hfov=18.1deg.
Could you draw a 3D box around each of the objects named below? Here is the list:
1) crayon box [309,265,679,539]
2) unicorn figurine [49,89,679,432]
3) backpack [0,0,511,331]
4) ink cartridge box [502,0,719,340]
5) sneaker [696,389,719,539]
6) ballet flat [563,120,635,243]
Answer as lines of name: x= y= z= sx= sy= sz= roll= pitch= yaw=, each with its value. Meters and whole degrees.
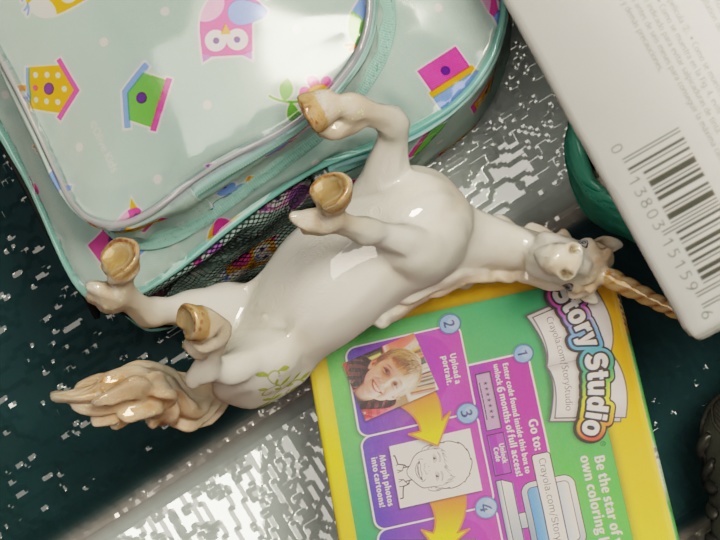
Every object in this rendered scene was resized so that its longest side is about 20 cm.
crayon box: x=0.053 y=0.097 z=0.807 sx=0.118 sy=0.058 sz=0.201 roll=-12 pitch=63 yaw=4
unicorn figurine: x=0.000 y=0.000 z=0.772 sx=0.199 sy=0.137 sz=0.074 roll=-21 pitch=63 yaw=19
backpack: x=-0.045 y=-0.096 z=0.820 sx=0.199 sy=0.153 sz=0.176 roll=-27 pitch=79 yaw=-5
ink cartridge box: x=0.137 y=-0.106 z=0.738 sx=0.173 sy=0.044 sz=0.201 roll=-29 pitch=86 yaw=14
sneaker: x=0.158 y=0.088 z=0.837 sx=0.079 sy=0.075 sz=0.201 roll=23 pitch=81 yaw=20
ballet flat: x=0.154 y=-0.018 z=0.801 sx=0.199 sy=0.070 sz=0.068 roll=22 pitch=79 yaw=29
